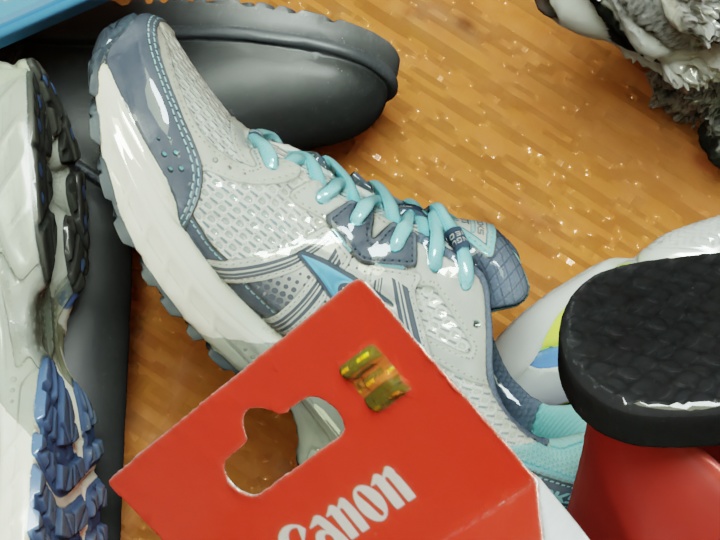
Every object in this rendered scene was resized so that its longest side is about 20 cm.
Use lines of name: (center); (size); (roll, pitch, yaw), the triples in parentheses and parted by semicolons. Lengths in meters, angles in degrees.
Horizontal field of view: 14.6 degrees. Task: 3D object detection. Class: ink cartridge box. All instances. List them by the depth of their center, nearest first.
ink cartridge box: (0.014, 0.119, 0.767); (0.200, 0.160, 0.047); (51, 51, -1)

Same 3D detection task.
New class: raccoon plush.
raccoon plush: (0.147, -0.114, 0.845); (0.199, 0.134, 0.097); (-33, 74, -2)

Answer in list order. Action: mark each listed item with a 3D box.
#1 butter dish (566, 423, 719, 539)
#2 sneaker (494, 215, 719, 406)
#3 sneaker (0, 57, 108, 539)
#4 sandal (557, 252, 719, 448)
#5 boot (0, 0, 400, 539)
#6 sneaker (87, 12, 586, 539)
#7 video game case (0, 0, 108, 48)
butter dish: (0.163, 0.098, 0.766); (0.148, 0.200, 0.200); (-39, 72, -16)
sneaker: (0.141, 0.030, 0.841); (0.199, 0.076, 0.106); (-20, 81, 7)
sneaker: (-0.123, 0.041, 0.817); (0.085, 0.077, 0.201); (-6, 73, 9)
sandal: (0.148, 0.021, 0.695); (0.199, 0.045, 0.075); (-5, 39, 3)
boot: (-0.077, 0.019, 0.873); (0.164, 0.066, 0.201); (3, 73, 14)
sneaker: (0.000, 0.000, 0.810); (0.086, 0.078, 0.200); (-33, 105, 15)
video game case: (-0.145, -0.156, 0.817); (0.142, 0.018, 0.201); (-22, 87, 13)
